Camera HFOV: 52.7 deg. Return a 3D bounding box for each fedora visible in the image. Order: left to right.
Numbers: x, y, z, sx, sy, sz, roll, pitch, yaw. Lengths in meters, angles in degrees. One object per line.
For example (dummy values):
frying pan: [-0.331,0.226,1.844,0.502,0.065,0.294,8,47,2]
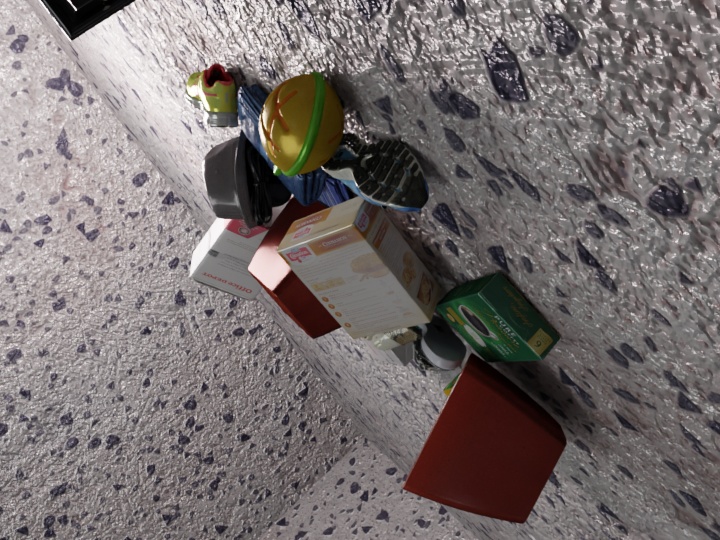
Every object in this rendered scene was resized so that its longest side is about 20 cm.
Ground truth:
fedora: [-0.230,-0.169,1.313,0.177,0.090,0.200,75,-169,-67]

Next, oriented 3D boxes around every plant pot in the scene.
plant pot: [-0.085,0.004,1.336,0.200,0.176,0.200,53,170,-35]
plant pot: [0.196,0.261,1.095,0.176,0.200,0.200,28,-176,10]

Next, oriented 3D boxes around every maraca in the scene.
maraca: [-0.084,-0.190,0.965,0.107,0.137,0.200,16,175,-19]

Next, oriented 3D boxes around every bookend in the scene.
bookend: [-0.313,-0.403,0.925,0.092,0.199,0.200,55,164,-18]

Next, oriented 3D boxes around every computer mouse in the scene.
computer mouse: [-0.156,-0.155,1.323,0.200,0.053,0.139,-63,-33,-82]

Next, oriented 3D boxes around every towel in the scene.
towel: [-0.134,-0.200,1.182,0.200,0.049,0.112,51,160,14]
towel: [-0.072,-0.151,1.258,0.200,0.024,0.145,40,166,38]

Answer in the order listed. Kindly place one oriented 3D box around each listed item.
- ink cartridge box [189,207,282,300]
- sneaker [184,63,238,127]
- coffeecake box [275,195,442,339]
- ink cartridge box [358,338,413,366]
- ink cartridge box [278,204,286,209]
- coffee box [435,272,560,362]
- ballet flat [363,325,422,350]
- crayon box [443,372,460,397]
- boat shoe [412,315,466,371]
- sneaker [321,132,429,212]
ink cartridge box: [-0.233,-0.045,1.459,0.145,0.200,0.085,23,-143,-27]
sneaker: [-0.254,-0.321,1.269,0.200,0.078,0.090,47,137,48]
coffeecake box: [0.000,0.000,1.076,0.153,0.073,0.200,-16,125,38]
ink cartridge box: [0.049,0.133,1.549,0.116,0.067,0.200,51,166,-9]
ink cartridge box: [-0.166,-0.075,1.613,0.145,0.083,0.200,51,166,-11]
coffee box: [0.183,0.070,1.005,0.123,0.044,0.200,47,167,0]
ballet flat: [0.035,0.089,1.199,0.068,0.075,0.200,34,-178,-31]
crayon box: [0.247,0.268,1.319,0.200,0.058,0.119,47,167,7]
boat shoe: [0.118,0.131,1.186,0.073,0.068,0.199,12,-166,-13]
sneaker: [0.033,-0.120,0.941,0.090,0.078,0.200,37,-179,-38]
